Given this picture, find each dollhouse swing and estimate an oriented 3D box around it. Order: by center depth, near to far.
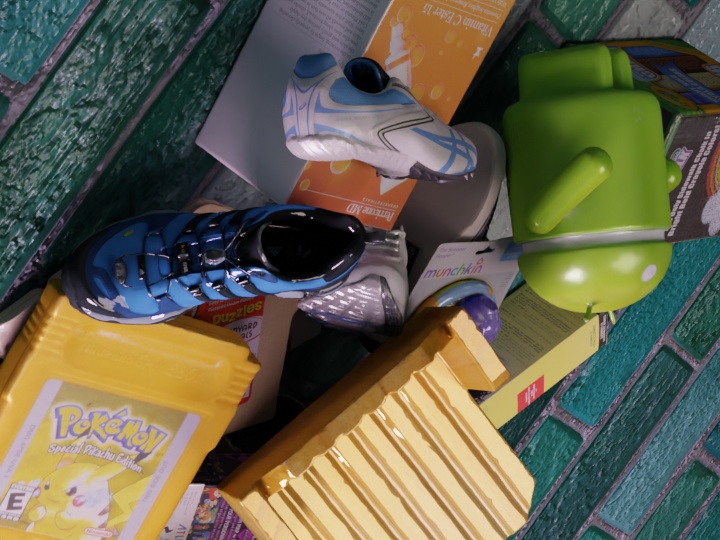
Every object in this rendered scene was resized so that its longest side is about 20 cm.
[{"bbox_3d":[0.034,0.155,1.717,0.200,0.176,0.182,-39,-175,-8],"label":"dollhouse swing"}]

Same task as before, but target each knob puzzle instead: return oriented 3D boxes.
[{"bbox_3d":[-0.125,0.035,1.702,0.220,0.030,0.220,-25,134,-30],"label":"knob puzzle"}]

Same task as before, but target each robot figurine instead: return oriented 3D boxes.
[{"bbox_3d":[0.165,-0.060,1.788,0.175,0.116,0.200,1,83,-67],"label":"robot figurine"}]

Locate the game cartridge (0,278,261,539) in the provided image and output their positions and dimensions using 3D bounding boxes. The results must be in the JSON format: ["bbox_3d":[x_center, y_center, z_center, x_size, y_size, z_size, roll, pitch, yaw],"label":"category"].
[{"bbox_3d":[-0.179,0.112,1.653,0.176,0.032,0.200,18,112,-39],"label":"game cartridge"}]

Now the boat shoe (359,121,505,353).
[{"bbox_3d":[0.067,-0.028,1.840,0.093,0.075,0.200,-12,139,-53],"label":"boat shoe"}]

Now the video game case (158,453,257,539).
[{"bbox_3d":[-0.126,0.218,1.813,0.181,0.036,0.200,2,127,-25],"label":"video game case"}]

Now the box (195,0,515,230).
[{"bbox_3d":[0.000,-0.142,1.660,0.124,0.097,0.200,10,112,-53],"label":"box"}]

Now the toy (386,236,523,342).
[{"bbox_3d":[0.064,0.067,1.831,0.115,0.047,0.200,-7,135,-48],"label":"toy"}]

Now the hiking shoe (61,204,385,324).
[{"bbox_3d":[-0.091,-0.014,1.576,0.200,0.074,0.087,-9,170,-20],"label":"hiking shoe"}]

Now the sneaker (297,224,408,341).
[{"bbox_3d":[0.000,0.000,1.729,0.200,0.074,0.087,172,-63,-83],"label":"sneaker"}]

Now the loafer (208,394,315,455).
[{"bbox_3d":[-0.044,0.133,1.864,0.200,0.075,0.070,-15,148,-43],"label":"loafer"}]

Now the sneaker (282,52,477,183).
[{"bbox_3d":[0.020,-0.096,1.583,0.200,0.072,0.073,11,85,-59],"label":"sneaker"}]

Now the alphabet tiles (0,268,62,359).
[{"bbox_3d":[-0.195,0.076,1.692,0.196,0.015,0.200,-39,144,-25],"label":"alphabet tiles"}]

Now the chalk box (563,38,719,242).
[{"bbox_3d":[0.215,-0.101,1.940,0.200,0.124,0.125,-6,125,-47],"label":"chalk box"}]

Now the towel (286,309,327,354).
[{"bbox_3d":[-0.038,-0.005,1.807,0.200,0.023,0.144,-33,142,-27],"label":"towel"}]

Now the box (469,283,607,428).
[{"bbox_3d":[0.109,0.081,2.017,0.200,0.075,0.050,-36,143,-26],"label":"box"}]
